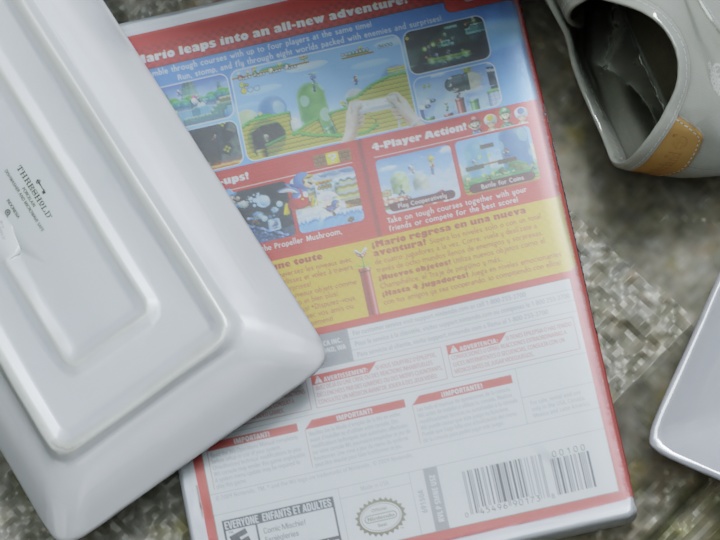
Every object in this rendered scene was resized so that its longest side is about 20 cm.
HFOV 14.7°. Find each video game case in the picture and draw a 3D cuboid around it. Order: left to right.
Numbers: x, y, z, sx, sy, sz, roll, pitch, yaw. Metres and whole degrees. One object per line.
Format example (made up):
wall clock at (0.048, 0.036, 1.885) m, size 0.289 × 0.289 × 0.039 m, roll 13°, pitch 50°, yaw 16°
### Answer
video game case at (0.000, 0.000, 0.918) m, size 0.143 × 0.017 × 0.201 m, roll -12°, pitch 76°, yaw 2°

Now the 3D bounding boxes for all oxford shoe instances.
oxford shoe at (0.074, -0.118, 0.909) m, size 0.058 × 0.075 × 0.200 m, roll -18°, pitch 77°, yaw -27°

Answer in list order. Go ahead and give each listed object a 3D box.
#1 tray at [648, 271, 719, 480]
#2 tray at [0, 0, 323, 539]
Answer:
tray at (0.202, 0.049, 0.887) m, size 0.200 × 0.022 × 0.108 m, roll 24°, pitch 79°, yaw 10°
tray at (-0.107, -0.022, 0.912) m, size 0.107 × 0.022 × 0.200 m, roll -36°, pitch 72°, yaw 7°
